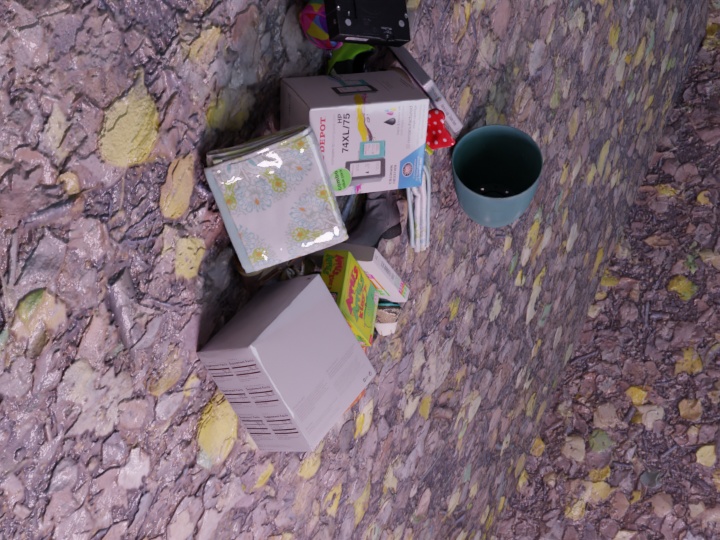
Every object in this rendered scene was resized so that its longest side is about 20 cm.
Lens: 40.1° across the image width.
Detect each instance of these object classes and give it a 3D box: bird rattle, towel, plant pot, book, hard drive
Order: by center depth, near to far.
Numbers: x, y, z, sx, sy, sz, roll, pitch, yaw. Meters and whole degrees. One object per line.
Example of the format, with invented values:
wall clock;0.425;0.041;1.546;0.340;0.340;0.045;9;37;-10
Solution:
towel;-0.123;-0.105;1.452;0.048;0.168;0.203;-99;172;-59
hard drive;0.002;-0.447;1.504;0.138;0.038;0.205;-5;86;-36
bird rattle;0.075;-0.261;1.663;0.200;0.111;0.166;176;-110;-89
book;0.000;0.000;1.796;0.200;0.131;0.049;47;56;-59
towel;0.111;-0.163;1.918;0.173;0.047;0.203;-87;177;-54
plant pot;0.297;-0.192;2.185;0.202;0.198;0.162;-56;160;-27

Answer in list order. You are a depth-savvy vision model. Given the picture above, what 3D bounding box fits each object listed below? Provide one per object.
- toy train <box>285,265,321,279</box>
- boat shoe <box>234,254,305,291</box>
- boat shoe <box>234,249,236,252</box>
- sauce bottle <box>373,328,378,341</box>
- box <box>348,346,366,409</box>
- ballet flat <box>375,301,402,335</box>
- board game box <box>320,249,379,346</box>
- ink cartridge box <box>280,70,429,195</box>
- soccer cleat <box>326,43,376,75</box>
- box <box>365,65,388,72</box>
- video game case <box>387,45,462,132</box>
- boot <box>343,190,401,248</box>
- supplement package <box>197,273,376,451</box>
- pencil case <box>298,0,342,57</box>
toy train;-0.090;0.028;1.725;0.116;0.083;0.204;-47;138;-67
boat shoe;-0.121;-0.035;1.611;0.199;0.071;0.073;-41;139;-33
boat shoe;-0.128;-0.096;1.575;0.199;0.071;0.060;-40;143;-37
sauce bottle;-0.017;0.093;1.900;0.066;0.064;0.200;-64;152;-13
box;-0.080;0.211;1.818;0.199;0.096;0.127;-37;137;-48
ballet flat;0.050;0.088;1.944;0.200;0.066;0.077;-84;174;-83
board game box;-0.020;0.051;1.726;0.200;0.047;0.104;55;42;-62
ink cartridge box;-0.015;-0.215;1.542;0.196;0.146;0.149;-9;120;-20
soccer cleat;-0.031;-0.282;1.626;0.067;0.080;0.204;6;101;-62
box;0.031;-0.256;1.763;0.136;0.037;0.205;-10;104;-60
video game case;0.092;-0.348;1.712;0.024;0.201;0.182;-38;153;7
boot;0.015;-0.114;1.850;0.199;0.069;0.134;-35;128;-56
supplement package;-0.116;0.149;1.582;0.191;0.146;0.202;-46;114;-39
pencil case;-0.017;-0.432;1.561;0.202;0.087;0.089;-58;150;-27
